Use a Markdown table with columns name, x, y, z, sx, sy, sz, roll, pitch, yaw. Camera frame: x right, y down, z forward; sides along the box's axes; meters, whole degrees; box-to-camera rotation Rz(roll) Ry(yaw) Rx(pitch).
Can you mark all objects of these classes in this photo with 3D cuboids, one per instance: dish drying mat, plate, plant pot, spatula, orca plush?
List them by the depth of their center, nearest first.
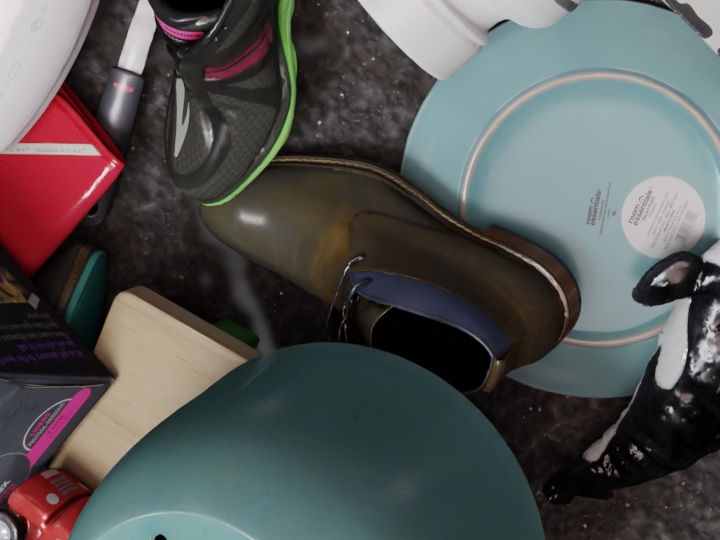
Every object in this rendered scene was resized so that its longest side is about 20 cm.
| name | x | y | z | sx | sy | sz | roll | pitch | yaw |
| --- | --- | --- | --- | --- | --- | --- | --- | --- | --- |
| plant pot | -0.039 | 0.144 | 0.972 | 0.199 | 0.161 | 0.202 | 4 | 101 | 22 |
| orca plush | 0.168 | 0.052 | 1.091 | 0.200 | 0.071 | 0.105 | -40 | 123 | 12 |
| plate | 0.116 | -0.031 | 1.116 | 0.198 | 0.026 | 0.202 | 1 | 103 | 5 |
| spatula | -0.108 | -0.113 | 1.118 | 0.056 | 0.021 | 0.201 | 19 | 105 | -1 |
| dish drying mat | -0.202 | -0.008 | 1.140 | 0.200 | 0.018 | 0.077 | -45 | 71 | 14 |

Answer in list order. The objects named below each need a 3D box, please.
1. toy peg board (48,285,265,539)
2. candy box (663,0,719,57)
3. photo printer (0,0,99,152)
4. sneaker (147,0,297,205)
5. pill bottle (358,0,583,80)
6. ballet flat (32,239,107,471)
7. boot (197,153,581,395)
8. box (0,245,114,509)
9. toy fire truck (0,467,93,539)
| name | x | y | z | sx | sy | sz | roll | pitch | yaw |
| --- | --- | --- | --- | --- | --- | --- | --- | --- | --- |
| toy peg board | -0.049 | 0.134 | 1.115 | 0.199 | 0.098 | 0.200 | 29 | 108 | 17 |
| candy box | 0.232 | -0.141 | 1.007 | 0.168 | 0.072 | 0.200 | -42 | 130 | 13 |
| photo printer | -0.219 | -0.158 | 1.086 | 0.199 | 0.069 | 0.167 | 24 | 102 | 2 |
| sneaker | -0.070 | -0.118 | 1.059 | 0.077 | 0.083 | 0.201 | 40 | 133 | 33 |
| pill bottle | 0.085 | -0.182 | 1.038 | 0.200 | 0.111 | 0.111 | -41 | 97 | 13 |
| ballet flat | -0.174 | 0.078 | 1.150 | 0.068 | 0.068 | 0.202 | 12 | 104 | 10 |
| boot | 0.000 | 0.000 | 1.084 | 0.199 | 0.097 | 0.075 | 18 | 114 | 15 |
| box | -0.234 | 0.025 | 1.080 | 0.122 | 0.106 | 0.200 | -49 | 66 | 15 |
| toy fire truck | -0.145 | 0.210 | 1.088 | 0.141 | 0.049 | 0.201 | 35 | 109 | 14 |
